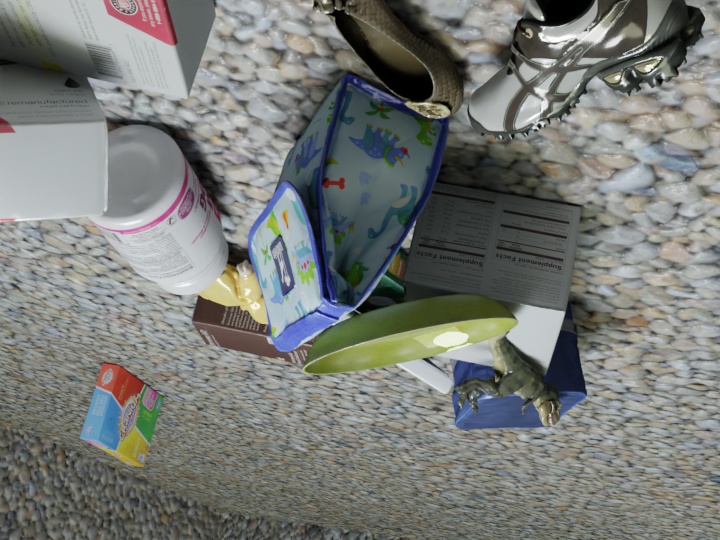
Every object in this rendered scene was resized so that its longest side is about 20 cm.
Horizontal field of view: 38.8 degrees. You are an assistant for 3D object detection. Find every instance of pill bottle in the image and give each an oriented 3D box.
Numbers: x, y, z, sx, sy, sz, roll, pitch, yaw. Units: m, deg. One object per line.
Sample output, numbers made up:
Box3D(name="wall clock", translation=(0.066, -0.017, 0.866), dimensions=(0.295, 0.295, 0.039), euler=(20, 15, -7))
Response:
Box3D(name="pill bottle", translation=(-0.211, -0.056, 1.078), dimensions=(0.112, 0.114, 0.200), euler=(9, 158, 13))

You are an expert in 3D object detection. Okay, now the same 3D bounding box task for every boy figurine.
Box3D(name="boy figurine", translation=(-0.166, 0.007, 1.274), dimensions=(0.199, 0.065, 0.124), euler=(29, 154, -34))

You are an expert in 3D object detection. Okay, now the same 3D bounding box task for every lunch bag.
Box3D(name="lunch bag", translation=(-0.023, -0.038, 0.888), dimensions=(0.127, 0.201, 0.170), euler=(19, 159, -13))
Box3D(name="lunch bag", translation=(0.180, 0.108, 1.221), dimensions=(0.135, 0.133, 0.200), euler=(0, 159, -8))

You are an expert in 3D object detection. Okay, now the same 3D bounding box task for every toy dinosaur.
Box3D(name="toy dinosaur", translation=(0.144, 0.114, 1.054), dimensions=(0.088, 0.048, 0.200), euler=(-27, 142, 12))

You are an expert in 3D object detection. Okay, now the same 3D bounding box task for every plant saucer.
Box3D(name="plant saucer", translation=(0.042, 0.056, 0.921), dimensions=(0.198, 0.031, 0.200), euler=(-12, 167, -3))

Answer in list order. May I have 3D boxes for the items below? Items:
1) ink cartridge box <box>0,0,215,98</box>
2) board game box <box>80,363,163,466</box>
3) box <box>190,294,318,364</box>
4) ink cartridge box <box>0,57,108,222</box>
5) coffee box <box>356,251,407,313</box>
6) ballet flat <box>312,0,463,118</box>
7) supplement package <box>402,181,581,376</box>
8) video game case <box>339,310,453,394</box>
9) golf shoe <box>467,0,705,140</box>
Box3D(name="ink cartridge box", translation=(-0.217, -0.213, 0.734), dimensions=(0.198, 0.084, 0.145), euler=(12, 158, 5))
Box3D(name="board game box", translation=(-0.473, 0.292, 2.041), dimensions=(0.040, 0.154, 0.200), euler=(5, 157, 19))
Box3D(name="box", translation=(-0.121, 0.074, 1.398), dimensions=(0.198, 0.075, 0.100), euler=(12, 159, 10))
Box3D(name="ink cartridge box", translation=(-0.289, -0.121, 0.801), dimensions=(0.144, 0.200, 0.084), euler=(-7, 125, -24))
Box3D(name="coffee box", translation=(0.000, 0.000, 1.178), dimensions=(0.122, 0.044, 0.200), euler=(-5, 152, 44))
Box3D(name="ballet flat", translation=(0.018, -0.165, 0.758), dimensions=(0.067, 0.047, 0.200), euler=(1, 155, 31))
Box3D(name="supplement package", translation=(0.131, 0.014, 1.042), dimensions=(0.155, 0.112, 0.200), euler=(11, 159, 9))
Box3D(name="video game case", translation=(0.006, 0.069, 1.192), dimensions=(0.199, 0.023, 0.182), euler=(32, 180, -9))
Box3D(name="golf shoe", translation=(0.132, -0.156, 0.699), dimensions=(0.094, 0.078, 0.199), euler=(43, 147, -20))
